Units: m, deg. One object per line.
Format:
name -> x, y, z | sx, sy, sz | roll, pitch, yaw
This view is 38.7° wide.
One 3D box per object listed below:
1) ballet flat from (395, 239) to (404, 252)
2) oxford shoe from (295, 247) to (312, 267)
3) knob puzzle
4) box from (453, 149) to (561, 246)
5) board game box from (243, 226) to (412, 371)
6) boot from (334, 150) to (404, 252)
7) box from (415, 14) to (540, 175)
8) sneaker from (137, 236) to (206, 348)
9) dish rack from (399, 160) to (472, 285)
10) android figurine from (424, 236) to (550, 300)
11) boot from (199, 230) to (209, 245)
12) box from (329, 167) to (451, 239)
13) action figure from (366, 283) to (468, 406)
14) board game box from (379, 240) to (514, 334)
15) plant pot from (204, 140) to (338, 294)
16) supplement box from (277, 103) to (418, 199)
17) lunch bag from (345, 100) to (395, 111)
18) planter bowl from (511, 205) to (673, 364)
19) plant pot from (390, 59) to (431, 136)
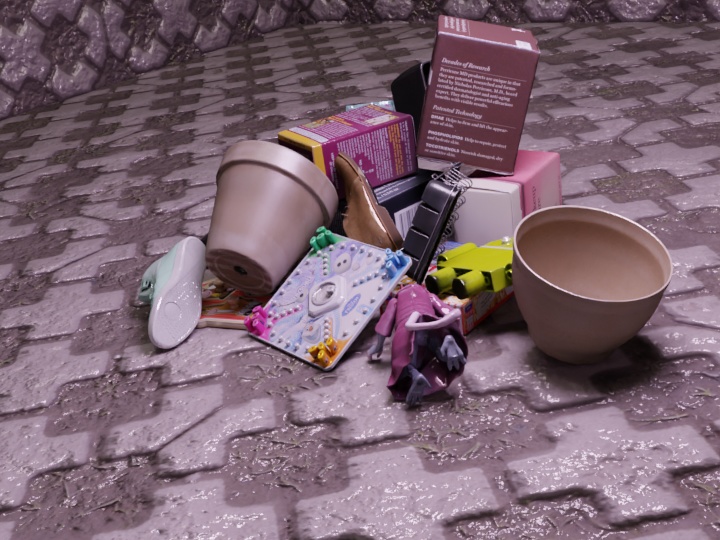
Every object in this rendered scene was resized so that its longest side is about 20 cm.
ballet flat -> 0.000, 0.000, 1.584 | 0.196, 0.073, 0.072 | -13, 21, 10
oxford shoe -> -0.088, -0.029, 1.695 | 0.198, 0.076, 0.058 | 13, 51, 42
knob puzzle -> -0.208, 0.034, 1.629 | 0.215, 0.031, 0.220 | -7, 23, 3
box -> 0.244, -0.106, 1.682 | 0.107, 0.130, 0.199 | 8, 28, 32
board game box -> -0.051, 0.032, 1.462 | 0.198, 0.026, 0.201 | 18, 63, 47
boot -> -0.006, -0.099, 1.573 | 0.075, 0.074, 0.202 | -31, 59, 5
box -> 0.185, -0.284, 1.651 | 0.161, 0.204, 0.166 | 10, 23, 1
sneaker -> -0.300, 0.052, 1.572 | 0.117, 0.073, 0.203 | -30, 35, 36
dish rack -> 0.116, -0.078, 1.517 | 0.054, 0.156, 0.200 | 27, 23, 10
android figurine -> 0.190, -0.011, 1.439 | 0.198, 0.042, 0.181 | -23, 16, -29
boot -> -0.201, -0.093, 1.819 | 0.199, 0.073, 0.151 | -38, 13, 14
box -> 0.018, -0.098, 1.757 | 0.195, 0.120, 0.198 | -26, 27, -38
action figure -> 0.064, 0.070, 1.310 | 0.131, 0.151, 0.201 | -14, 36, 1
board game box -> 0.141, 0.020, 1.519 | 0.149, 0.047, 0.199 | 10, 28, 37
plant pot -> -0.152, -0.066, 1.576 | 0.196, 0.201, 0.176 | 5, 57, 28
supplement box -> -0.021, -0.197, 1.714 | 0.197, 0.105, 0.130 | -21, 25, -25
lunch bag -> 0.027, -0.230, 1.997 | 0.119, 0.174, 0.200 | -6, 19, 0
planter bowl -> 0.279, 0.030, 1.297 | 0.196, 0.137, 0.202 | 5, 36, -3
plant pot -> 0.180, -0.377, 2.297 | 0.197, 0.204, 0.176 | -21, 15, -30
